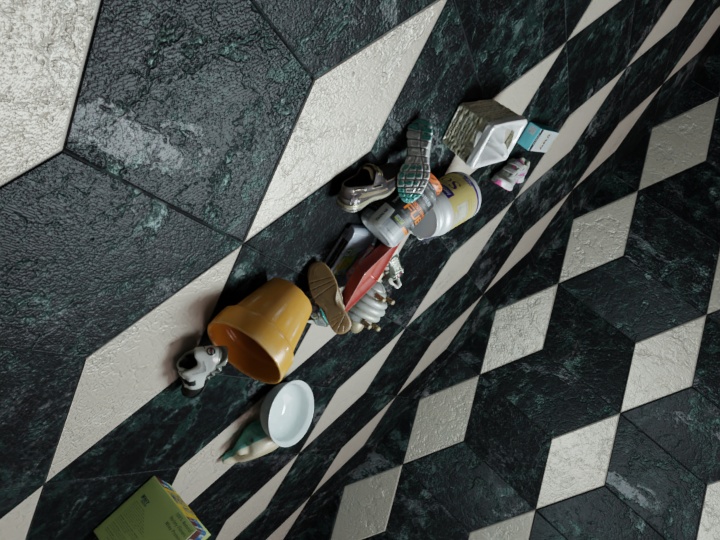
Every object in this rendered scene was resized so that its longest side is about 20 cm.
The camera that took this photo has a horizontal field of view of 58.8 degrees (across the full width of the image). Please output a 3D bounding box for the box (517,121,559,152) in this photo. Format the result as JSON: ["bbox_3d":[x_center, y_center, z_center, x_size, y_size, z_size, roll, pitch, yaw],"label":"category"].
[{"bbox_3d":[0.608,-0.453,2.181,0.200,0.049,0.082,-11,137,-56],"label":"box"}]

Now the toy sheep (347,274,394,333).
[{"bbox_3d":[0.021,0.094,1.877,0.200,0.138,0.138,-60,156,6],"label":"toy sheep"}]

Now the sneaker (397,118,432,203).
[{"bbox_3d":[0.139,-0.257,1.541,0.091,0.077,0.201,26,78,-78],"label":"sneaker"}]

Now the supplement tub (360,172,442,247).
[{"bbox_3d":[0.107,-0.167,1.627,0.200,0.122,0.123,-47,158,-5],"label":"supplement tub"}]

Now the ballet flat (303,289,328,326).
[{"bbox_3d":[-0.132,0.107,1.723,0.072,0.072,0.200,-44,157,-11],"label":"ballet flat"}]

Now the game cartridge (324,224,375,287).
[{"bbox_3d":[-0.040,-0.032,1.691,0.200,0.040,0.133,-57,160,18],"label":"game cartridge"}]

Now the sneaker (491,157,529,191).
[{"bbox_3d":[0.511,-0.336,2.165,0.200,0.081,0.088,-35,154,-49],"label":"sneaker"}]

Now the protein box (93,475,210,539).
[{"bbox_3d":[-0.553,0.702,1.709,0.200,0.198,0.135,-42,157,-16],"label":"protein box"}]

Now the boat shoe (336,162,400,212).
[{"bbox_3d":[0.026,-0.206,1.481,0.200,0.074,0.073,-39,151,-36],"label":"boat shoe"}]

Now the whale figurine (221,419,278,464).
[{"bbox_3d":[-0.344,0.534,1.989,0.200,0.104,0.159,-29,164,18],"label":"whale figurine"}]

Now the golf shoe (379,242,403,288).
[{"bbox_3d":[0.094,-0.027,1.876,0.077,0.088,0.200,-38,154,-21],"label":"golf shoe"}]

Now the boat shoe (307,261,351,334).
[{"bbox_3d":[-0.081,0.064,1.634,0.072,0.200,0.072,-25,-164,0],"label":"boat shoe"}]

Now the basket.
[{"bbox_3d":[0.330,-0.370,1.709,0.200,0.123,0.136,-21,145,-47],"label":"basket"}]

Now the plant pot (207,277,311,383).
[{"bbox_3d":[-0.211,0.122,1.449,0.183,0.200,0.200,-53,163,-33],"label":"plant pot"}]

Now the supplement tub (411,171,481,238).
[{"bbox_3d":[0.229,-0.183,1.794,0.200,0.145,0.146,-30,151,-38],"label":"supplement tub"}]

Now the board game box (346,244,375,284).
[{"bbox_3d":[0.000,0.000,1.754,0.103,0.019,0.200,-49,171,-12],"label":"board game box"}]

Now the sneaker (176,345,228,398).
[{"bbox_3d":[-0.379,0.222,1.441,0.088,0.074,0.200,13,136,-32],"label":"sneaker"}]

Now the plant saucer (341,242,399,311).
[{"bbox_3d":[0.017,0.009,1.698,0.200,0.037,0.200,-43,168,-43],"label":"plant saucer"}]

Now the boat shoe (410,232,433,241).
[{"bbox_3d":[0.179,-0.121,1.898,0.200,0.075,0.093,-14,147,-44],"label":"boat shoe"}]

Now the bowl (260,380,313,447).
[{"bbox_3d":[-0.238,0.423,1.935,0.201,0.090,0.202,-13,106,-53],"label":"bowl"}]
